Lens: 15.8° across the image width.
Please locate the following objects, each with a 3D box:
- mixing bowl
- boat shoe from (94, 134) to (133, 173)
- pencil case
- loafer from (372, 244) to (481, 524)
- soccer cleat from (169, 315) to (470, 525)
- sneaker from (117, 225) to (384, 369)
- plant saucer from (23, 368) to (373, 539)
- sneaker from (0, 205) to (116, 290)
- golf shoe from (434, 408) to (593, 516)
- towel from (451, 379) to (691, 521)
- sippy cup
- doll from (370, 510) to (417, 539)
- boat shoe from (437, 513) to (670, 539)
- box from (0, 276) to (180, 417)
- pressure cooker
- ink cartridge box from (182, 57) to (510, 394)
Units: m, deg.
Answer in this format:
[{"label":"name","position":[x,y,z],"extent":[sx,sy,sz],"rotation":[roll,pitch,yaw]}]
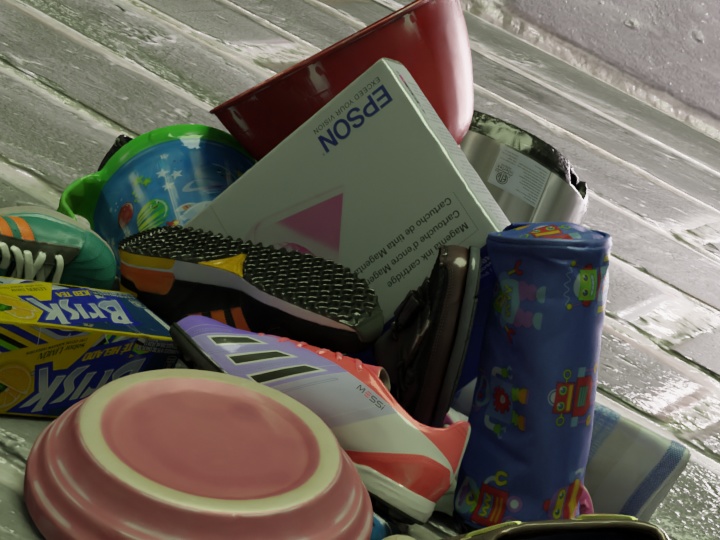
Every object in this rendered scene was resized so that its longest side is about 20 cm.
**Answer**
[{"label":"mixing bowl","position":[0.004,-0.112,1.828],"extent":[0.109,0.199,0.200],"rotation":[63,15,-5]},{"label":"boat shoe","position":[-0.140,-0.060,1.989],"extent":[0.068,0.057,0.200],"rotation":[22,-1,-44]},{"label":"pencil case","position":[0.105,0.067,1.597],"extent":[0.078,0.201,0.087],"rotation":[-2,13,-40]},{"label":"loafer","position":[0.028,0.071,1.617],"extent":[0.063,0.201,0.072],"rotation":[12,30,-2]},{"label":"soccer cleat","position":[-0.026,0.075,1.583],"extent":[0.200,0.073,0.068],"rotation":[34,-2,14]},{"label":"sneaker","position":[-0.070,0.035,1.656],"extent":[0.199,0.090,0.070],"rotation":[17,25,30]},{"label":"plant saucer","position":[-0.088,0.114,1.459],"extent":[0.199,0.051,0.201],"rotation":[9,27,-5]},{"label":"sneaker","position":[-0.253,-0.005,1.694],"extent":[0.199,0.072,0.080],"rotation":[13,22,-20]},{"label":"golf shoe","position":[0.063,0.131,1.726],"extent":[0.199,0.076,0.092],"rotation":[31,3,8]},{"label":"towel","position":[0.117,0.116,1.759],"extent":[0.199,0.024,0.147],"rotation":[25,-30,1]},{"label":"sippy cup","position":[-0.118,-0.014,1.829],"extent":[0.177,0.140,0.131],"rotation":[-20,35,-1]},{"label":"doll","position":[-0.039,0.143,1.537],"extent":[0.200,0.049,0.136],"rotation":[30,16,32]},{"label":"boat shoe","position":[0.077,0.175,1.445],"extent":[0.199,0.060,0.072],"rotation":[-6,61,-13]},{"label":"box","position":[-0.207,0.046,1.582],"extent":[0.199,0.065,0.070],"rotation":[7,22,-46]},{"label":"pressure cooker","position":[0.061,-0.005,1.942],"extent":[0.175,0.201,0.179],"rotation":[16,-17,22]},{"label":"ink cartridge box","position":[0.000,0.000,1.676],"extent":[0.200,0.196,0.043],"rotation":[57,19,19]}]
